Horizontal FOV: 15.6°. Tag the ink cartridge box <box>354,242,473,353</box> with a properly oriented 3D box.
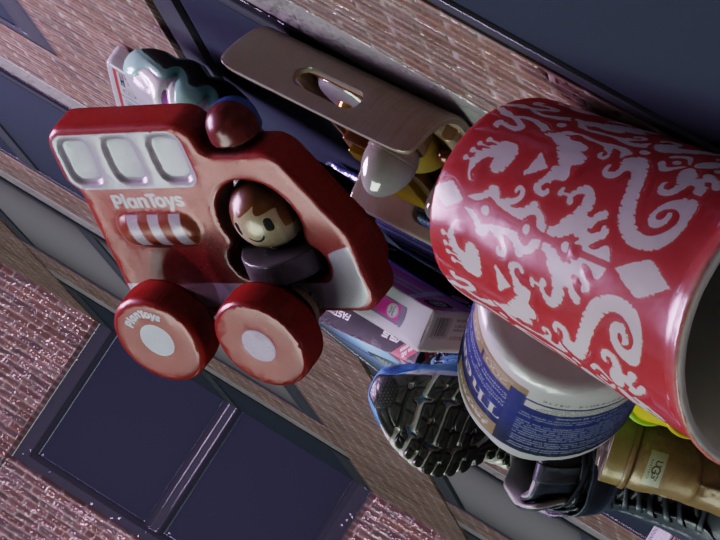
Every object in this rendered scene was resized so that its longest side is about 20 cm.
[{"bbox_3d":[0.000,0.000,1.796,0.200,0.037,0.095,29,-166,34],"label":"ink cartridge box"}]

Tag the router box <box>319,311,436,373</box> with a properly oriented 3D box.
[{"bbox_3d":[0.072,0.078,2.070,0.200,0.062,0.150,40,170,-36],"label":"router box"}]

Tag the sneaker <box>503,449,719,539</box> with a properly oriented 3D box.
[{"bbox_3d":[0.195,0.155,1.861,0.202,0.077,0.146,20,-171,41],"label":"sneaker"}]

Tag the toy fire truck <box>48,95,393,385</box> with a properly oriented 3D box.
[{"bbox_3d":[-0.084,-0.029,1.598,0.200,0.112,0.168,0,129,37],"label":"toy fire truck"}]

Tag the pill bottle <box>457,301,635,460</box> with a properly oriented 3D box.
[{"bbox_3d":[0.114,0.047,1.532,0.111,0.111,0.200,32,163,7],"label":"pill bottle"}]

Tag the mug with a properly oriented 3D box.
[{"bbox_3d":[0.145,0.008,1.252,0.200,0.134,0.178,28,168,48],"label":"mug"}]

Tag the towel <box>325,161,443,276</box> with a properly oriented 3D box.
[{"bbox_3d":[0.074,-0.002,1.796,0.145,0.024,0.200,27,168,46],"label":"towel"}]

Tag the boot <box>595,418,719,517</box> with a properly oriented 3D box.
[{"bbox_3d":[0.256,0.138,1.727,0.200,0.066,0.175,20,-162,2],"label":"boot"}]

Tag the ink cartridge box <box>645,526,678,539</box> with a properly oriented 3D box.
[{"bbox_3d":[0.325,0.248,2.029,0.200,0.084,0.176,33,171,1],"label":"ink cartridge box"}]

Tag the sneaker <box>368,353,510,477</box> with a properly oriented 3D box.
[{"bbox_3d":[0.062,0.099,1.911,0.090,0.078,0.200,35,-169,35],"label":"sneaker"}]

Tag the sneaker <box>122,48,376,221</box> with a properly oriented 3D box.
[{"bbox_3d":[-0.103,-0.042,1.734,0.200,0.140,0.078,39,-163,4],"label":"sneaker"}]

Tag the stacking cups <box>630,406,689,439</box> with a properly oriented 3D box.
[{"bbox_3d":[0.152,0.066,1.681,0.060,0.061,0.200,38,164,-29],"label":"stacking cups"}]

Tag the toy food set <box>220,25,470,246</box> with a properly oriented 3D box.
[{"bbox_3d":[0.014,-0.060,1.548,0.143,0.060,0.200,27,169,31],"label":"toy food set"}]

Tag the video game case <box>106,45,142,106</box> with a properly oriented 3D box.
[{"bbox_3d":[-0.094,-0.088,1.911,0.200,0.017,0.143,33,171,3],"label":"video game case"}]
